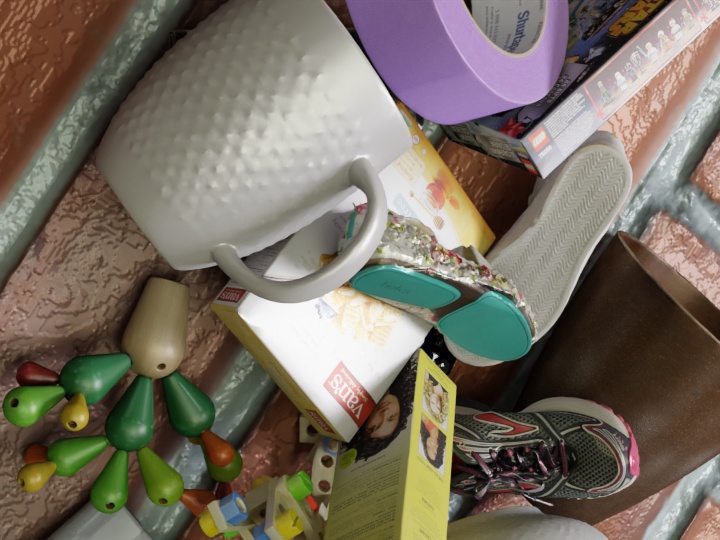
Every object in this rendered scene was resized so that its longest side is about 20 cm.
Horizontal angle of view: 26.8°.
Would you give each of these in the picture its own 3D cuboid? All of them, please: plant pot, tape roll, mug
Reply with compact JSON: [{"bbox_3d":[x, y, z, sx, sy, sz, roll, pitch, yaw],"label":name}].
[{"bbox_3d":[0.207,0.105,1.204,0.186,0.187,0.200,33,106,-30],"label":"plant pot"},{"bbox_3d":[0.066,-0.204,1.025,0.199,0.065,0.202,23,62,-50],"label":"tape roll"},{"bbox_3d":[-0.063,-0.069,0.974,0.175,0.201,0.148,-37,156,-2],"label":"mug"}]

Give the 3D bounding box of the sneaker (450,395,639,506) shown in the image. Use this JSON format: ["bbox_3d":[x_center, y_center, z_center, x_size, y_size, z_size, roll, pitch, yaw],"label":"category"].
[{"bbox_3d":[0.111,0.142,1.133,0.075,0.198,0.082,-31,116,-60],"label":"sneaker"}]

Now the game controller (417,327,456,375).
[{"bbox_3d":[0.010,0.016,1.129,0.199,0.042,0.105,27,94,-39],"label":"game controller"}]

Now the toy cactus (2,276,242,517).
[{"bbox_3d":[-0.157,0.090,1.066,0.199,0.102,0.167,21,77,-27],"label":"toy cactus"}]

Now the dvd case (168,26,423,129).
[{"bbox_3d":[-0.044,-0.100,1.092,0.198,0.016,0.150,-6,109,-26],"label":"dvd case"}]

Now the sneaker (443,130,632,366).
[{"bbox_3d":[0.141,-0.019,1.163,0.073,0.116,0.201,37,108,-1],"label":"sneaker"}]

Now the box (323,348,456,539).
[{"bbox_3d":[0.021,0.149,1.046,0.075,0.201,0.050,-30,121,27],"label":"box"}]

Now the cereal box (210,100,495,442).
[{"bbox_3d":[0.000,0.000,1.074,0.201,0.039,0.144,-54,125,-22],"label":"cereal box"}]

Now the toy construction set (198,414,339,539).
[{"bbox_3d":[-0.038,0.175,1.100,0.092,0.200,0.132,-30,100,28],"label":"toy construction set"}]

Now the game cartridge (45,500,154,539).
[{"bbox_3d":[-0.167,0.275,1.088,0.133,0.040,0.200,-41,93,-9],"label":"game cartridge"}]

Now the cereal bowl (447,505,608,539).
[{"bbox_3d":[0.101,0.234,1.152,0.198,0.200,0.084,-6,68,-25],"label":"cereal bowl"}]

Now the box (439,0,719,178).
[{"bbox_3d":[0.160,-0.159,1.105,0.200,0.137,0.040,-42,118,-9],"label":"box"}]

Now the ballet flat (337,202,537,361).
[{"bbox_3d":[0.059,0.003,1.059,0.075,0.065,0.199,-26,145,29],"label":"ballet flat"}]
